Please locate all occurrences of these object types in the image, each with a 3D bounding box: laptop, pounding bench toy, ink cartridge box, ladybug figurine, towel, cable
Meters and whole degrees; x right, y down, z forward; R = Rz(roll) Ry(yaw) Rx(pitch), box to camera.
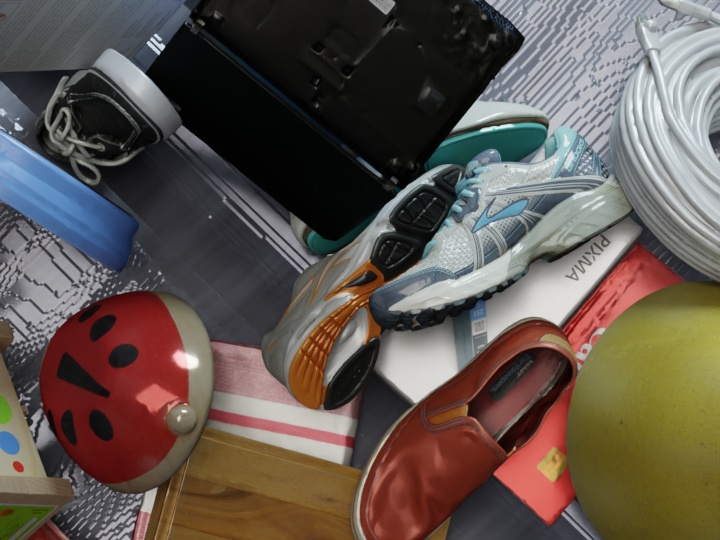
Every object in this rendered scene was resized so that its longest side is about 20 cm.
[{"bbox_3d":[-0.025,-0.135,1.190,0.177,0.103,0.200,38,101,-10],"label":"laptop"},{"bbox_3d":[-0.321,0.136,1.231,0.200,0.124,0.157,-41,60,27],"label":"pounding bench toy"},{"bbox_3d":[-0.219,-0.185,1.222,0.198,0.160,0.048,-5,74,-34],"label":"ink cartridge box"},{"bbox_3d":[0.130,0.046,1.277,0.176,0.045,0.200,41,87,9],"label":"ink cartridge box"},{"bbox_3d":[-0.161,0.076,1.218,0.071,0.200,0.137,19,86,-29],"label":"ladybug figurine"},{"bbox_3d":[-0.082,0.154,1.288,0.143,0.023,0.202,11,84,3],"label":"towel"},{"bbox_3d":[0.264,-0.076,1.233,0.198,0.069,0.201,16,55,-11],"label":"cable"}]

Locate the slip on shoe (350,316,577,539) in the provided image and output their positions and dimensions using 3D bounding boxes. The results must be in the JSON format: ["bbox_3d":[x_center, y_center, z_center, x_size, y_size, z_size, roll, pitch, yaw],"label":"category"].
[{"bbox_3d":[0.069,0.113,1.217,0.200,0.061,0.074,-45,105,-3],"label":"slip on shoe"}]

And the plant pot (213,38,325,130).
[{"bbox_3d":[-0.019,-0.212,1.266,0.198,0.161,0.203,-1,82,4],"label":"plant pot"}]

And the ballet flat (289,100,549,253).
[{"bbox_3d":[0.035,-0.083,1.297,0.199,0.069,0.070,-26,81,0],"label":"ballet flat"}]

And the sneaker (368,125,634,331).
[{"bbox_3d":[0.082,-0.028,1.222,0.199,0.078,0.087,-28,85,-20],"label":"sneaker"}]

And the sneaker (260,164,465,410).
[{"bbox_3d":[0.000,0.000,1.260,0.200,0.092,0.076,-48,121,-13],"label":"sneaker"}]

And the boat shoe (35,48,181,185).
[{"bbox_3d":[-0.182,-0.102,1.243,0.068,0.199,0.074,-47,112,-14],"label":"boat shoe"}]

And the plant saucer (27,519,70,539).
[{"bbox_3d":[-0.224,0.301,1.263,0.200,0.037,0.200,43,89,9],"label":"plant saucer"}]

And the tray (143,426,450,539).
[{"bbox_3d":[-0.041,0.175,1.237,0.198,0.037,0.100,17,82,-16],"label":"tray"}]

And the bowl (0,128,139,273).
[{"bbox_3d":[-0.237,-0.068,1.239,0.200,0.201,0.040,33,87,8],"label":"bowl"}]

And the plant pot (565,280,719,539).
[{"bbox_3d":[0.251,0.113,1.172,0.198,0.142,0.202,-1,95,-18],"label":"plant pot"}]
